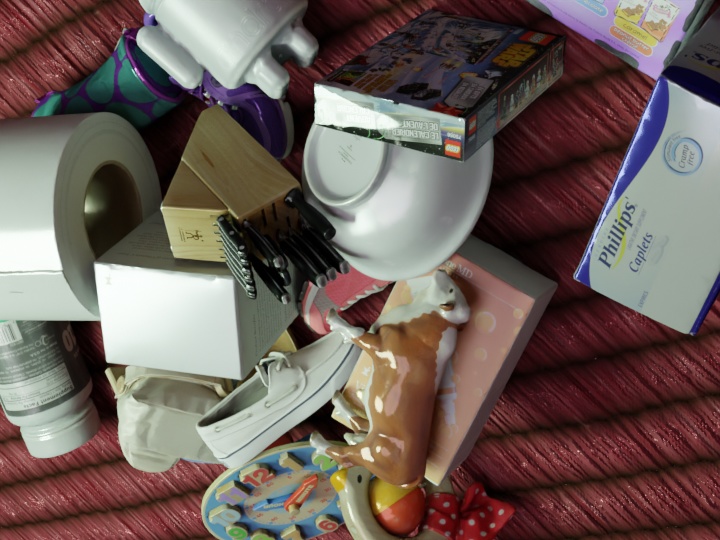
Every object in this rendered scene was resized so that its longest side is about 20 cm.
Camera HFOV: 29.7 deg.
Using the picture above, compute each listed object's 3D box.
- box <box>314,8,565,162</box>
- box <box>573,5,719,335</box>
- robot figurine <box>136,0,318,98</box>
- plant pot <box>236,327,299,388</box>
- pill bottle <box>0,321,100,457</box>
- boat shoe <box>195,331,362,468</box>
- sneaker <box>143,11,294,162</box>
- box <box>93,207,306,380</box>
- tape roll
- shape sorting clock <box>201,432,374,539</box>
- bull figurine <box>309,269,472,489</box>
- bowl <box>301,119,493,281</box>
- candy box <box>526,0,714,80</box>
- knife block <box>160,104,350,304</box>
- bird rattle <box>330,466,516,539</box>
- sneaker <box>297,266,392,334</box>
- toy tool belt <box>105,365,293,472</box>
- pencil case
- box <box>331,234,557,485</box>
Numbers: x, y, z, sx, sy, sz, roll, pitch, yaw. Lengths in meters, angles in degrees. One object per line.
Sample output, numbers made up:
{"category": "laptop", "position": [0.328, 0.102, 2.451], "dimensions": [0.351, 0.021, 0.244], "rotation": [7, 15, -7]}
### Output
{"category": "box", "position": [0.069, -0.157, 1.122], "dimensions": [0.135, 0.200, 0.040], "rotation": [16, 124, 26]}
{"category": "box", "position": [0.268, -0.084, 1.030], "dimensions": [0.104, 0.200, 0.186], "rotation": [29, 128, 16]}
{"category": "robot figurine", "position": [-0.127, -0.250, 1.251], "dimensions": [0.200, 0.170, 0.113], "rotation": [42, 172, -2]}
{"category": "plant pot", "position": [-0.140, 0.092, 1.521], "dimensions": [0.198, 0.027, 0.203], "rotation": [16, 123, 25]}
{"category": "pill bottle", "position": [-0.392, 0.116, 1.646], "dimensions": [0.112, 0.113, 0.203], "rotation": [-3, 114, 34]}
{"category": "boat shoe", "position": [-0.083, 0.117, 1.406], "dimensions": [0.199, 0.072, 0.066], "rotation": [-38, 116, 4]}
{"category": "sneaker", "position": [-0.145, -0.181, 1.330], "dimensions": [0.080, 0.083, 0.201], "rotation": [-34, 96, 42]}
{"category": "box", "position": [-0.147, 0.008, 1.343], "dimensions": [0.150, 0.200, 0.108], "rotation": [6, 116, 19]}
{"category": "tape roll", "position": [-0.301, -0.052, 1.346], "dimensions": [0.137, 0.203, 0.205], "rotation": [-1, 116, 21]}
{"category": "shape sorting clock", "position": [-0.075, 0.247, 1.479], "dimensions": [0.197, 0.040, 0.202], "rotation": [-9, 137, -8]}
{"category": "bull figurine", "position": [0.028, 0.093, 1.209], "dimensions": [0.120, 0.065, 0.203], "rotation": [14, 101, 22]}
{"category": "bowl", "position": [0.013, -0.096, 1.204], "dimensions": [0.199, 0.090, 0.204], "rotation": [-9, 77, 40]}
{"category": "candy box", "position": [0.213, -0.278, 1.042], "dimensions": [0.167, 0.071, 0.201], "rotation": [35, 130, 13]}
{"category": "knife block", "position": [-0.083, -0.061, 1.235], "dimensions": [0.173, 0.202, 0.065], "rotation": [4, 135, 11]}
{"category": "bird rattle", "position": [0.052, 0.234, 1.395], "dimensions": [0.112, 0.162, 0.202], "rotation": [-22, 94, 58]}
{"category": "sneaker", "position": [0.000, 0.000, 1.344], "dimensions": [0.086, 0.074, 0.202], "rotation": [31, 130, 11]}
{"category": "toy tool belt", "position": [-0.177, 0.150, 1.487], "dimensions": [0.197, 0.123, 0.126], "rotation": [12, 112, -24]}
{"category": "pencil case", "position": [-0.261, -0.178, 1.409], "dimensions": [0.199, 0.085, 0.093], "rotation": [-26, 97, 41]}
{"category": "box", "position": [0.079, 0.075, 1.273], "dimensions": [0.123, 0.097, 0.202], "rotation": [30, 106, 14]}
